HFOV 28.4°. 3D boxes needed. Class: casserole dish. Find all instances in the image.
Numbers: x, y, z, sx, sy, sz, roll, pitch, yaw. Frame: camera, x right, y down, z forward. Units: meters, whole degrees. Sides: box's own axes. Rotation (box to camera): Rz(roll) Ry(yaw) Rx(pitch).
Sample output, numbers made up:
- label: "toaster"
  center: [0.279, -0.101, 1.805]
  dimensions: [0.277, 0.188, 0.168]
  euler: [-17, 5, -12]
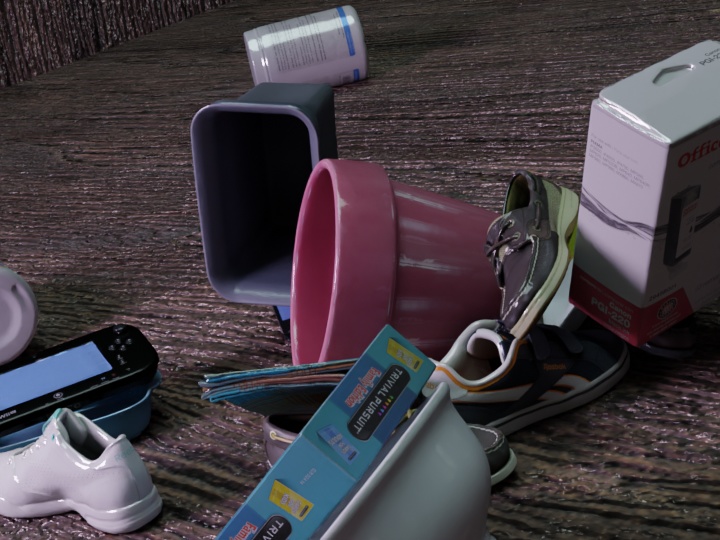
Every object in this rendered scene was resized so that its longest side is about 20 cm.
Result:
- label: "casserole dish"
  center: [-0.274, 0.139, 1.300]
  dimensions: [0.198, 0.039, 0.121]
  euler: [-17, 20, -9]

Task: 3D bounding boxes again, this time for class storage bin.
- label: "storage bin"
  center: [-0.067, -0.087, 1.373]
  dimensions: [0.144, 0.202, 0.135]
  euler: [3, 28, 16]

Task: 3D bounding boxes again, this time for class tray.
- label: "tray"
  center: [0.227, -0.025, 1.275]
  dimensions: [0.022, 0.201, 0.108]
  euler: [31, 20, -5]

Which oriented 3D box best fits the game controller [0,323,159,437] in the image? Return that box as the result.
- label: "game controller"
  center: [-0.282, 0.102, 1.288]
  dimensions: [0.198, 0.043, 0.104]
  euler: [-21, 20, -20]

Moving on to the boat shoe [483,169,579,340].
- label: "boat shoe"
  center: [0.129, -0.016, 1.145]
  dimensions: [0.064, 0.073, 0.200]
  euler: [31, 30, -4]

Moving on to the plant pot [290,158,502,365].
- label: "plant pot"
  center: [0.042, 0.010, 1.236]
  dimensions: [0.177, 0.202, 0.200]
  euler: [4, 16, -13]

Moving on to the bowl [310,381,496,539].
- label: "bowl"
  center: [0.020, 0.173, 0.875]
  dimensions: [0.201, 0.090, 0.201]
  euler: [-49, -3, -3]

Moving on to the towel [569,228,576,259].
- label: "towel"
  center: [0.223, -0.028, 1.472]
  dimensions: [0.085, 0.018, 0.200]
  euler: [-9, 19, 10]

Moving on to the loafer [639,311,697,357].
- label: "loafer"
  center: [0.250, 0.015, 1.246]
  dimensions: [0.071, 0.064, 0.200]
  euler: [7, 18, -4]

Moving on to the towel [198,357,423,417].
- label: "towel"
  center: [-0.026, 0.099, 1.126]
  dimensions: [0.145, 0.022, 0.200]
  euler: [-7, -14, 13]

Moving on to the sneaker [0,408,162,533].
- label: "sneaker"
  center: [-0.247, 0.153, 1.166]
  dimensions: [0.198, 0.089, 0.075]
  euler: [0, 24, 35]

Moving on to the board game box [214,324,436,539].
- label: "board game box"
  center: [-0.043, 0.146, 0.933]
  dimensions: [0.200, 0.047, 0.151]
  euler: [-52, -2, 32]

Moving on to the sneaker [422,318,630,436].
- label: "sneaker"
  center: [0.137, 0.075, 1.154]
  dimensions: [0.199, 0.080, 0.078]
  euler: [-22, 21, -29]

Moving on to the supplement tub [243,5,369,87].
- label: "supplement tub"
  center: [-0.093, -0.374, 2.468]
  dimensions: [0.198, 0.133, 0.132]
  euler: [-14, 19, -5]

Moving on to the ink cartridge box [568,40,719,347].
- label: "ink cartridge box"
  center: [0.249, -0.061, 1.129]
  dimensions: [0.145, 0.202, 0.085]
  euler: [-27, 44, -29]

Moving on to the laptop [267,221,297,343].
- label: "laptop"
  center: [0.000, 0.000, 1.403]
  dimensions: [0.176, 0.104, 0.200]
  euler: [-18, 11, -13]

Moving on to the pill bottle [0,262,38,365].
- label: "pill bottle"
  center: [-0.440, 0.033, 1.591]
  dimensions: [0.111, 0.113, 0.200]
  euler: [-22, 21, -24]

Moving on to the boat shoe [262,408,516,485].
- label: "boat shoe"
  center: [0.018, 0.135, 1.086]
  dimensions: [0.199, 0.061, 0.072]
  euler: [-6, 21, 20]
